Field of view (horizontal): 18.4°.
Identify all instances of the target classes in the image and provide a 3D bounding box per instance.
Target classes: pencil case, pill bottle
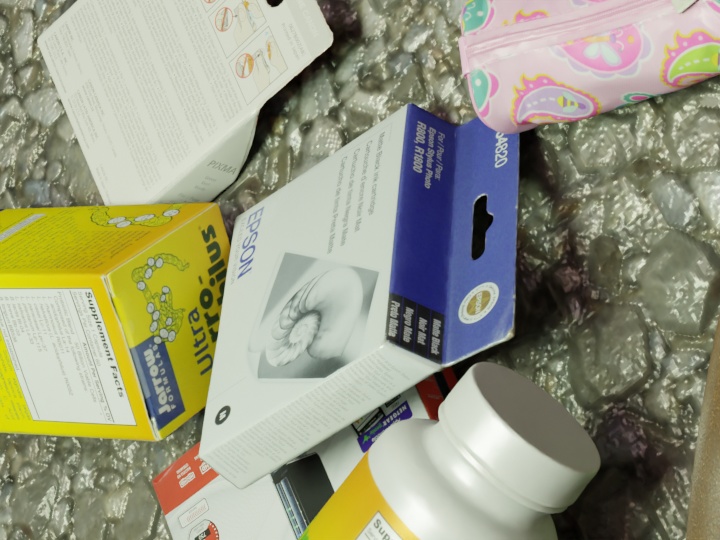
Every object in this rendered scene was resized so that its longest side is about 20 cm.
[{"bbox_3d":[0.147,-0.132,1.172,0.199,0.087,0.088,-12,75,37],"label":"pencil case"},{"bbox_3d":[0.031,0.148,1.137,0.200,0.111,0.111,-53,55,18],"label":"pill bottle"}]

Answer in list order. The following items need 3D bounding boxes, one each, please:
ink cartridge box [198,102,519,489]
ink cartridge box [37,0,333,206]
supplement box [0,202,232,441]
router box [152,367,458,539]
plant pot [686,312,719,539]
[{"bbox_3d":[0.000,0.000,1.237,0.199,0.041,0.200,-31,34,30],"label":"ink cartridge box"},{"bbox_3d":[-0.103,-0.139,1.399,0.200,0.050,0.162,-37,61,23],"label":"ink cartridge box"},{"bbox_3d":[-0.177,0.029,1.363,0.199,0.109,0.110,0,115,38],"label":"supplement box"},{"bbox_3d":[-0.011,0.147,1.273,0.200,0.049,0.180,-39,61,27],"label":"router box"},{"bbox_3d":[0.213,0.112,0.937,0.186,0.186,0.201,20,89,39],"label":"plant pot"}]
